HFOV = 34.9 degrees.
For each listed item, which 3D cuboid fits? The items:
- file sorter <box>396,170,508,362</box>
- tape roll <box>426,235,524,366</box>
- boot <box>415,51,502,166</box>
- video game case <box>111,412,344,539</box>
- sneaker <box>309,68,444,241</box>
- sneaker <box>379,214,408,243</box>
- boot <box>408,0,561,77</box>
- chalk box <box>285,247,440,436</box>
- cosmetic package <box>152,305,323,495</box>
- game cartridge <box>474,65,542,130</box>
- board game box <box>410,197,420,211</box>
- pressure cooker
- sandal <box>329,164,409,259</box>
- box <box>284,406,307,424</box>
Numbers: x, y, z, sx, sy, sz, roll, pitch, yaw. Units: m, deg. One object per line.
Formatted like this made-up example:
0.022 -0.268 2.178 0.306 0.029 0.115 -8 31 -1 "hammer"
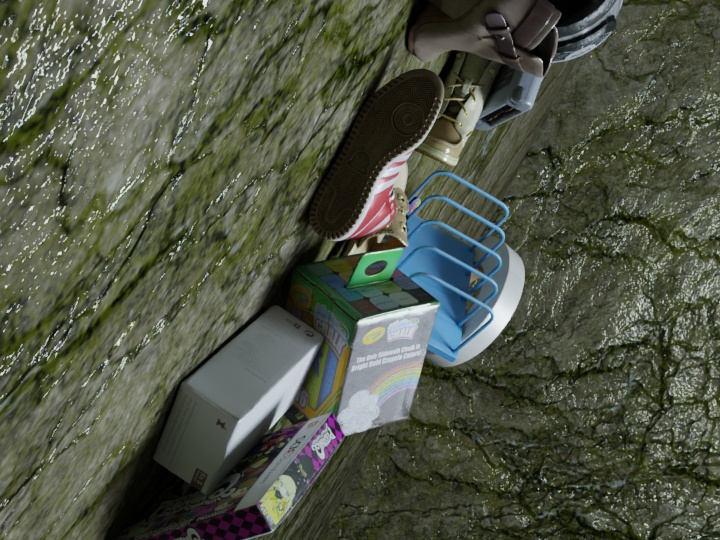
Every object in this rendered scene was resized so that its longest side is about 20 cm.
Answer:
0.112 -0.012 1.536 0.123 0.138 0.202 -46 -157 46 "file sorter"
0.149 0.042 1.639 0.202 0.037 0.204 -39 -150 27 "tape roll"
0.126 -0.220 1.442 0.156 0.071 0.200 -63 178 20 "boot"
-0.132 0.220 1.132 0.198 0.036 0.181 -22 -169 29 "video game case"
0.024 -0.116 1.201 0.201 0.071 0.112 -54 168 5 "sneaker"
0.000 0.000 1.482 0.202 0.071 0.072 -65 -157 -5 "sneaker"
0.126 -0.237 1.155 0.071 0.145 0.200 -60 171 -11 "boot"
-0.004 0.061 1.262 0.123 0.124 0.202 -9 123 -39 "chalk box"
-0.119 0.125 1.152 0.200 0.074 0.102 -40 158 -60 "cosmetic package"
0.199 -0.260 1.479 0.135 0.041 0.200 -66 -170 -6 "game cartridge"
0.060 -0.016 1.797 0.202 0.039 0.158 -63 171 17 "board game box"
0.214 -0.329 1.277 0.180 0.174 0.200 -64 172 4 "pressure cooker"
0.025 -0.034 1.400 0.213 0.069 0.078 -58 147 -10 "sandal"
-0.012 0.131 1.653 0.157 0.051 0.200 -39 -170 44 "box"
